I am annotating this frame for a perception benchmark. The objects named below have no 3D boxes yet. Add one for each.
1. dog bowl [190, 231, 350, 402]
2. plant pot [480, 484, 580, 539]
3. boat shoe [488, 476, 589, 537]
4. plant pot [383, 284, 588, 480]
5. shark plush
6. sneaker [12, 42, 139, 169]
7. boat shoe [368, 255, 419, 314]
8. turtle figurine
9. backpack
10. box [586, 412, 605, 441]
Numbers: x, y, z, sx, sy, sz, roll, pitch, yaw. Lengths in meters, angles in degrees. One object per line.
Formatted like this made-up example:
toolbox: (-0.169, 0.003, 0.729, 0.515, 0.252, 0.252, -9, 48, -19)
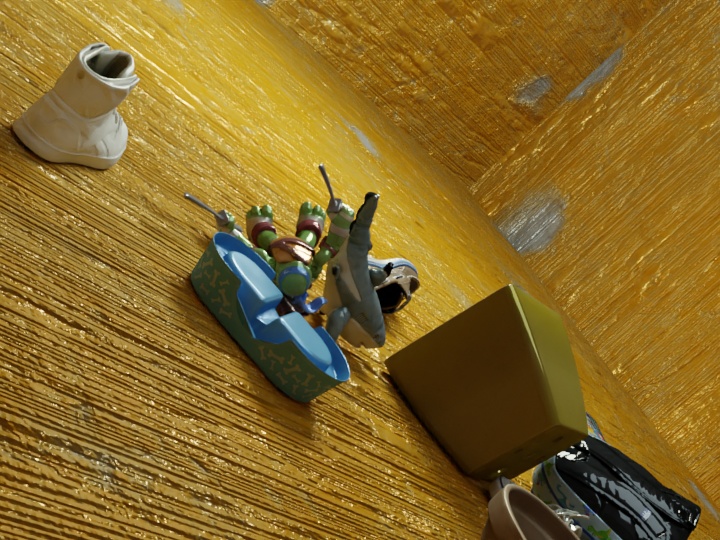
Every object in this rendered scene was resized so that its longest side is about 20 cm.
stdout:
dog bowl: (-0.095, 0.050, 1.084, 0.200, 0.050, 0.111, 49, 12, 6)
plant pot: (0.179, 0.321, 1.062, 0.201, 0.093, 0.201, 45, 13, -13)
boat shoe: (0.242, 0.320, 1.293, 0.202, 0.086, 0.075, 55, 14, 30)
plant pot: (0.184, 0.162, 1.383, 0.200, 0.200, 0.177, 27, 34, -58)
shark plush: (0.000, 0.000, 1.293, 0.083, 0.201, 0.091, 3, 12, -9)
sneaker: (-0.255, -0.166, 1.068, 0.074, 0.116, 0.200, 45, 11, 0)
boat shoe: (0.035, 0.028, 1.576, 0.200, 0.072, 0.073, 6, 46, -57)
turtle figurine: (-0.086, -0.061, 1.229, 0.200, 0.144, 0.194, 55, 3, -15)
backpack: (0.324, 0.312, 1.422, 0.200, 0.154, 0.163, 46, 49, 3)
box: (0.419, 0.301, 2.070, 0.137, 0.038, 0.200, 45, 12, -12)
